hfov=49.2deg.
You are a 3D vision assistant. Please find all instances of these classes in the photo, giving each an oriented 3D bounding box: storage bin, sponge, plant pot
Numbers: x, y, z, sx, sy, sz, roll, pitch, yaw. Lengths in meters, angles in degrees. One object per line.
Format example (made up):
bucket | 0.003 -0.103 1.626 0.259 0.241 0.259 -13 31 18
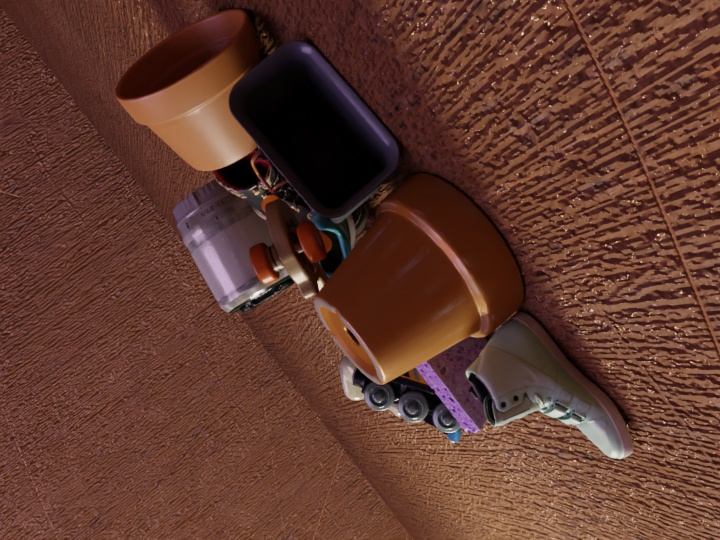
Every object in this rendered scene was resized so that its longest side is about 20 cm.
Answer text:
storage bin | -0.058 -0.145 0.957 0.200 0.145 0.134 49 174 9
sponge | 0.115 0.101 1.031 0.201 0.111 0.030 52 140 -3
plant pot | -0.202 -0.228 1.040 0.199 0.200 0.141 30 156 52
plant pot | 0.053 0.024 0.901 0.200 0.183 0.201 46 163 18

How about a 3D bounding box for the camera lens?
camera lens | -0.197 -0.044 1.290 0.202 0.159 0.160 60 164 0

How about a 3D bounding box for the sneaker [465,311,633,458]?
sneaker | 0.206 0.159 0.890 0.201 0.118 0.074 47 163 10

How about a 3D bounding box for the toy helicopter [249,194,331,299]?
toy helicopter | -0.066 -0.011 0.962 0.201 0.078 0.133 58 -169 -46

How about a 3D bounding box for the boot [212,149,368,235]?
boot | -0.100 -0.106 1.096 0.198 0.074 0.150 18 171 28

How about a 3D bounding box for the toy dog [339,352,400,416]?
toy dog | 0.054 0.138 1.296 0.199 0.138 0.197 9 117 66

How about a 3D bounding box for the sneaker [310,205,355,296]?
sneaker | -0.036 0.008 1.066 0.080 0.076 0.202 -81 -20 -63

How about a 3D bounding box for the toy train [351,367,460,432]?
toy train | 0.088 0.156 1.142 0.197 0.116 0.085 16 -165 9

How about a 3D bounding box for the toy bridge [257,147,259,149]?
toy bridge | -0.142 -0.192 1.160 0.199 0.027 0.068 36 159 42

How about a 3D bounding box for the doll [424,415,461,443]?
doll | 0.134 0.257 1.442 0.137 0.048 0.200 54 165 -11
